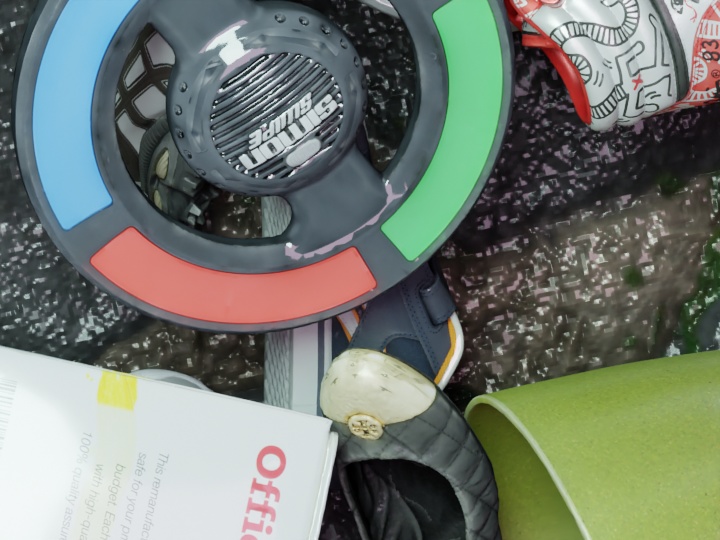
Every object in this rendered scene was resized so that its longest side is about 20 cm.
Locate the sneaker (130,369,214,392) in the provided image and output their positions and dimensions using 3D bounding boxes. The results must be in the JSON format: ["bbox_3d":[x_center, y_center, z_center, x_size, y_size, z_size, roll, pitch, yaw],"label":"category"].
[{"bbox_3d":[-0.069,0.140,1.216,0.075,0.082,0.200,-14,94,8],"label":"sneaker"}]

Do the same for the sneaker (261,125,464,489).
[{"bbox_3d":[0.000,0.000,1.204,0.079,0.078,0.200,-6,119,-12],"label":"sneaker"}]

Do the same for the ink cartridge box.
[{"bbox_3d":[-0.123,0.113,1.139,0.200,0.083,0.145,13,80,-4],"label":"ink cartridge box"}]

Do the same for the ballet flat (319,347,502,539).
[{"bbox_3d":[0.025,0.115,1.191,0.066,0.057,0.200,3,131,28],"label":"ballet flat"}]

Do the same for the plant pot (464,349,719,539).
[{"bbox_3d":[0.172,0.108,1.189,0.200,0.187,0.187,-20,94,-12],"label":"plant pot"}]

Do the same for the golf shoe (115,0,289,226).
[{"bbox_3d":[-0.082,-0.106,1.163,0.094,0.200,0.078,34,48,13],"label":"golf shoe"}]

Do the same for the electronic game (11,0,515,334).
[{"bbox_3d":[-0.036,-0.066,1.091,0.200,0.042,0.200,-7,118,-14],"label":"electronic game"}]

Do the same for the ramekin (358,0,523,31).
[{"bbox_3d":[0.048,-0.200,1.193,0.202,0.094,0.203,0,94,-1],"label":"ramekin"}]

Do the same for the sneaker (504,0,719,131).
[{"bbox_3d":[0.096,-0.156,1.117,0.108,0.067,0.202,-22,98,-3],"label":"sneaker"}]
